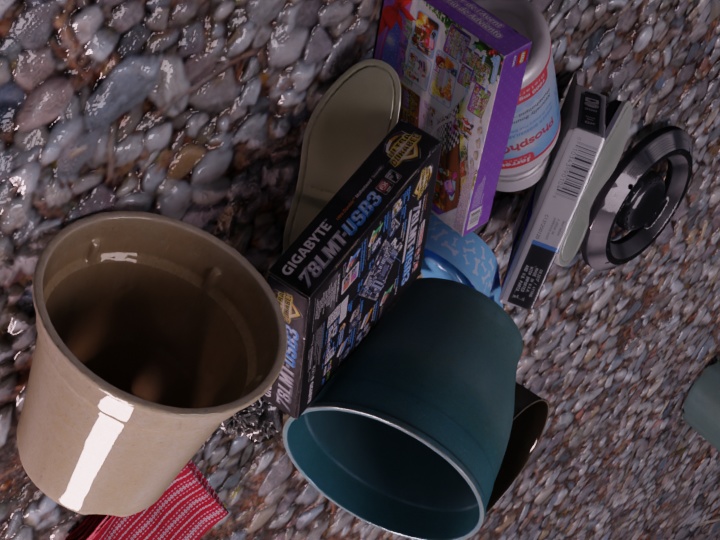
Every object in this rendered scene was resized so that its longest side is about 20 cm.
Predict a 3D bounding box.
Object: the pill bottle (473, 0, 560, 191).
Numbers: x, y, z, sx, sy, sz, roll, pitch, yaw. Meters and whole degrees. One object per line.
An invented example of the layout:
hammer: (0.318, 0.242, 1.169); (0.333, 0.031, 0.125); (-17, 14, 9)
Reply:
pill bottle: (0.130, -0.159, 1.621); (0.109, 0.109, 0.200); (-45, 153, -14)

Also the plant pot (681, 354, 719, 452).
plant pot: (0.646, 0.239, 2.848); (0.200, 0.196, 0.201); (-37, 151, -26)

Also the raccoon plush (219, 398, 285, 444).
raccoon plush: (-0.124, 0.069, 1.548); (0.134, 0.096, 0.201); (16, 92, -52)

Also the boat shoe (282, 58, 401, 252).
boat shoe: (-0.013, -0.097, 1.522); (0.066, 0.074, 0.200); (-62, 169, -69)

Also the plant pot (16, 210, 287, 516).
plant pot: (-0.182, 0.088, 1.364); (0.200, 0.201, 0.184); (-24, 154, -44)

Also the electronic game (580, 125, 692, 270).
electronic game: (0.337, -0.086, 2.121); (0.200, 0.042, 0.201); (-36, 148, -27)

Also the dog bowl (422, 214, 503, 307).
dog bowl: (0.093, 0.015, 1.782); (0.050, 0.111, 0.200); (-53, 156, -21)

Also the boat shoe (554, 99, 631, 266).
boat shoe: (0.236, -0.105, 1.914); (0.201, 0.060, 0.076); (-62, 153, -13)

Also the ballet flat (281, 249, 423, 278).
ballet flat: (0.000, 0.000, 1.658); (0.070, 0.069, 0.200); (-58, 153, 12)

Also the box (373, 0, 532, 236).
box: (0.069, -0.146, 1.507); (0.039, 0.137, 0.201); (-30, 147, -35)

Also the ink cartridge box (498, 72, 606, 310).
ink cartridge box: (0.199, -0.084, 1.784); (0.200, 0.043, 0.199); (-71, -179, -66)

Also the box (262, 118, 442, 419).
box: (-0.009, 0.002, 1.486); (0.199, 0.050, 0.200); (-51, 163, -30)

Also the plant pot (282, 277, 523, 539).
plant pot: (0.058, 0.116, 1.614); (0.201, 0.199, 0.188); (86, 28, -54)

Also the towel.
towel: (-0.203, 0.248, 1.688); (0.145, 0.022, 0.200); (-46, 153, -12)

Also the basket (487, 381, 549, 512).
basket: (0.072, 0.138, 1.785); (0.136, 0.200, 0.181); (-33, 151, -37)
